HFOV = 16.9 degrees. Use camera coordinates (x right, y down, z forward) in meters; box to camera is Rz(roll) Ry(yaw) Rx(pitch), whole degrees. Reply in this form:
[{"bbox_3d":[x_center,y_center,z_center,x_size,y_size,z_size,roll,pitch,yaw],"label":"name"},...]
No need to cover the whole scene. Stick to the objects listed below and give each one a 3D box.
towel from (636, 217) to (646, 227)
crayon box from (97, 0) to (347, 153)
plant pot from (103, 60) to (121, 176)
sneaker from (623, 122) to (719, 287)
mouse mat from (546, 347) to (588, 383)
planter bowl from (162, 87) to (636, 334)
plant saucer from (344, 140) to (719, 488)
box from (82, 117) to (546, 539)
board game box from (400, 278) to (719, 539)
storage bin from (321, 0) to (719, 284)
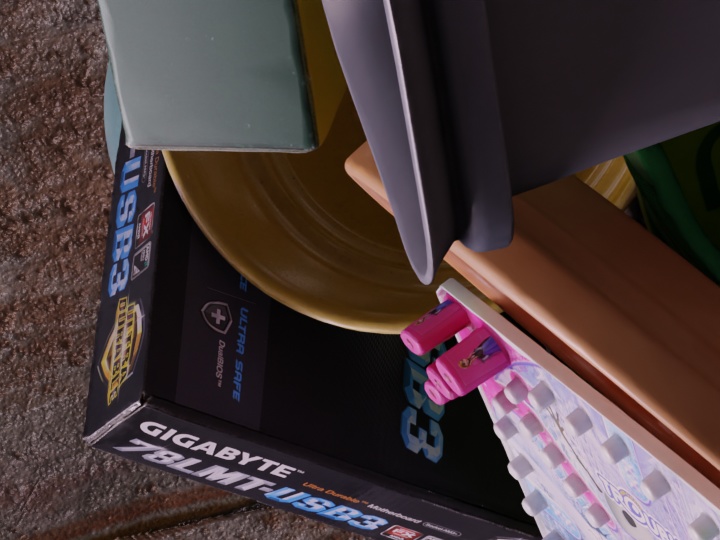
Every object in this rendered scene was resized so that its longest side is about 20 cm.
[{"bbox_3d":[0.132,0.066,0.877,0.200,0.023,0.145,-113,7,-76],"label":"towel"},{"bbox_3d":[-0.025,-0.159,0.643,0.200,0.058,0.173,-70,-23,-50],"label":"crayon box"},{"bbox_3d":[-0.003,-0.072,1.109,0.161,0.199,0.202,-166,60,-71],"label":"plant pot"},{"bbox_3d":[0.087,-0.078,0.616,0.084,0.074,0.201,-108,-5,-71],"label":"sneaker"},{"bbox_3d":[0.094,0.039,0.941,0.201,0.007,0.162,68,-160,-46],"label":"mouse mat"},{"bbox_3d":[0.031,-0.076,0.854,0.083,0.199,0.202,10,-118,-65],"label":"planter bowl"},{"bbox_3d":[0.082,0.022,0.670,0.200,0.038,0.200,41,-179,-1],"label":"plant saucer"},{"bbox_3d":[0.000,0.000,0.919,0.050,0.198,0.201,-37,41,47],"label":"box"},{"bbox_3d":[0.099,0.120,0.759,0.200,0.026,0.201,41,161,50],"label":"board game box"},{"bbox_3d":[0.049,-0.119,0.498,0.146,0.133,0.201,-109,6,-48],"label":"storage bin"}]
